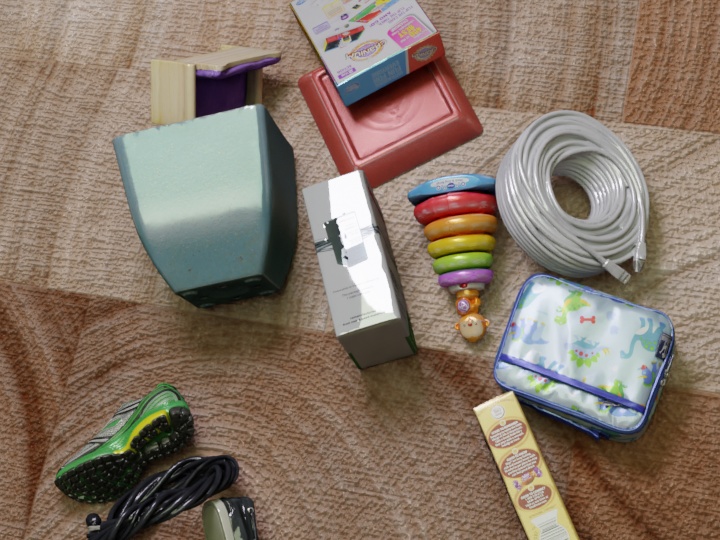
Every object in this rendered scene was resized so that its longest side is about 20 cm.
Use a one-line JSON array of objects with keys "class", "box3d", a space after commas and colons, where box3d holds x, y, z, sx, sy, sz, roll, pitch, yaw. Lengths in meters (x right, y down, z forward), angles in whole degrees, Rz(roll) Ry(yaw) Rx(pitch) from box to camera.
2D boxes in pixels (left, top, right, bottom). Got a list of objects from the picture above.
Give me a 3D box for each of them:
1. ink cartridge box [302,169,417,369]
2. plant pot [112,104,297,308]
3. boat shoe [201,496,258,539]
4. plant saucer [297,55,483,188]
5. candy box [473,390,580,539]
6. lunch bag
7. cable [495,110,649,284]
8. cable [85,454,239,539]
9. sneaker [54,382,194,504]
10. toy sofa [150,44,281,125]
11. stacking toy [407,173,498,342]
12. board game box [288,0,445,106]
[{"class": "ink cartridge box", "box3d": [0.000, 0.000, 1.502, 0.082, 0.147, 0.202, -16, 67, 6]}, {"class": "plant pot", "box3d": [-0.178, -0.066, 1.543, 0.193, 0.196, 0.203, -12, 77, 6]}, {"class": "boat shoe", "box3d": [-0.130, 0.362, 1.438, 0.066, 0.074, 0.202, -10, 78, -36]}, {"class": "plant saucer", "box3d": [0.035, -0.228, 1.635, 0.198, 0.037, 0.201, -26, 68, 2]}, {"class": "candy box", "box3d": [0.194, 0.249, 1.390, 0.056, 0.117, 0.202, -25, 68, 2]}, {"class": "lunch bag", "box3d": [0.264, 0.106, 1.449, 0.198, 0.083, 0.162, 21, 79, 18]}, {"class": "cable", "box3d": [0.260, -0.091, 1.486, 0.198, 0.069, 0.202, 26, 61, -11]}, {"class": "cable", "box3d": [-0.237, 0.269, 1.448, 0.198, 0.163, 0.051, -25, 89, -7]}, {"class": "sneaker", "box3d": [-0.295, 0.218, 1.530, 0.199, 0.078, 0.085, -33, 37, 4]}, {"class": "toy sofa", "box3d": [-0.183, -0.239, 1.590, 0.096, 0.200, 0.084, 10, 109, 19]}, {"class": "stacking toy", "box3d": [0.127, -0.011, 1.516, 0.114, 0.110, 0.203, -7, 81, 12]}, {"class": "board game box", "box3d": [0.006, -0.325, 1.639, 0.152, 0.040, 0.201, -27, 50, 0]}]
